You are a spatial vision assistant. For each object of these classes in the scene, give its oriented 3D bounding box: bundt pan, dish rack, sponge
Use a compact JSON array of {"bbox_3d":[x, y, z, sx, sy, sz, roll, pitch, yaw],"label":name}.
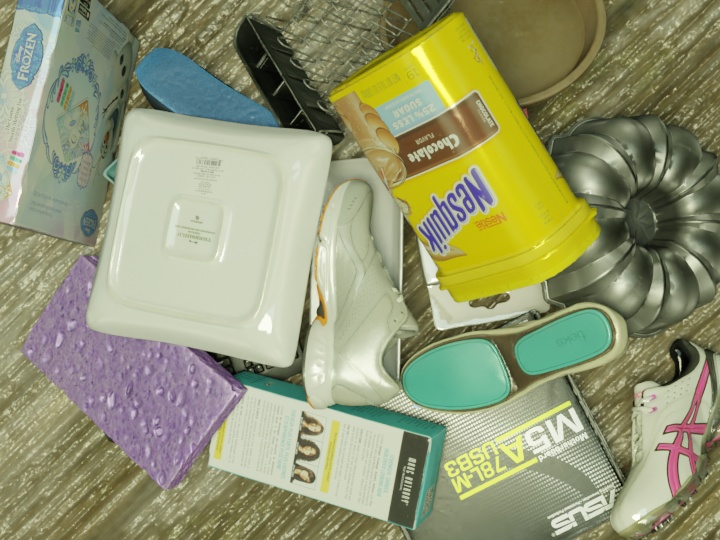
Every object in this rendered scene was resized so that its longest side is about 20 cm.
[{"bbox_3d":[0.240,-0.042,0.985,0.200,0.076,0.204,3,82,-20],"label":"bundt pan"},{"bbox_3d":[-0.012,-0.218,0.998,0.200,0.054,0.154,-47,59,27],"label":"dish rack"},{"bbox_3d":[-0.204,0.088,1.023,0.200,0.030,0.112,39,101,18],"label":"sponge"}]

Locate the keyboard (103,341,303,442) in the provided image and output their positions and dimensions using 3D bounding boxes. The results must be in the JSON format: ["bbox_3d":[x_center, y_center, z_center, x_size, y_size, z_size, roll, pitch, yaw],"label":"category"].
[{"bbox_3d":[-0.157,0.079,1.050,0.199,0.040,0.105,-22,87,1],"label":"keyboard"}]

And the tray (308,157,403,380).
[{"bbox_3d":[0.000,0.000,1.036,0.107,0.022,0.202,-1,87,38],"label":"tray"}]

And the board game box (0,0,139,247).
[{"bbox_3d":[-0.254,-0.129,0.985,0.043,0.200,0.201,11,87,5],"label":"board game box"}]

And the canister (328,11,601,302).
[{"bbox_3d":[0.077,-0.085,0.904,0.086,0.148,0.201,-41,103,-32],"label":"canister"}]

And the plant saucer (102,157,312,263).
[{"bbox_3d":[-0.140,-0.047,1.057,0.200,0.019,0.070,40,72,6],"label":"plant saucer"}]

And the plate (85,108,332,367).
[{"bbox_3d":[-0.135,-0.033,0.979,0.198,0.032,0.202,10,86,17],"label":"plate"}]

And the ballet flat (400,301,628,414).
[{"bbox_3d":[0.131,0.074,0.969,0.199,0.069,0.070,-16,86,25],"label":"ballet flat"}]

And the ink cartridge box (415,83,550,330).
[{"bbox_3d":[0.104,-0.054,1.030,0.115,0.067,0.202,-10,87,2],"label":"ink cartridge box"}]

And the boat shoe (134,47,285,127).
[{"bbox_3d":[-0.116,-0.127,1.048,0.084,0.069,0.200,-41,81,-10],"label":"boat shoe"}]

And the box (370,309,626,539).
[{"bbox_3d":[0.113,0.164,1.025,0.199,0.048,0.194,-27,84,5],"label":"box"}]

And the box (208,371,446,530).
[{"bbox_3d":[-0.031,0.152,1.002,0.199,0.049,0.083,14,100,19],"label":"box"}]

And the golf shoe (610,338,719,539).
[{"bbox_3d":[0.258,0.145,0.987,0.092,0.073,0.200,40,57,7],"label":"golf shoe"}]

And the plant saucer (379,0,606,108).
[{"bbox_3d":[0.116,-0.214,1.020,0.198,0.030,0.201,-4,59,6],"label":"plant saucer"}]

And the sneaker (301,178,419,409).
[{"bbox_3d":[0.007,0.021,0.982,0.091,0.076,0.202,3,77,9],"label":"sneaker"}]
